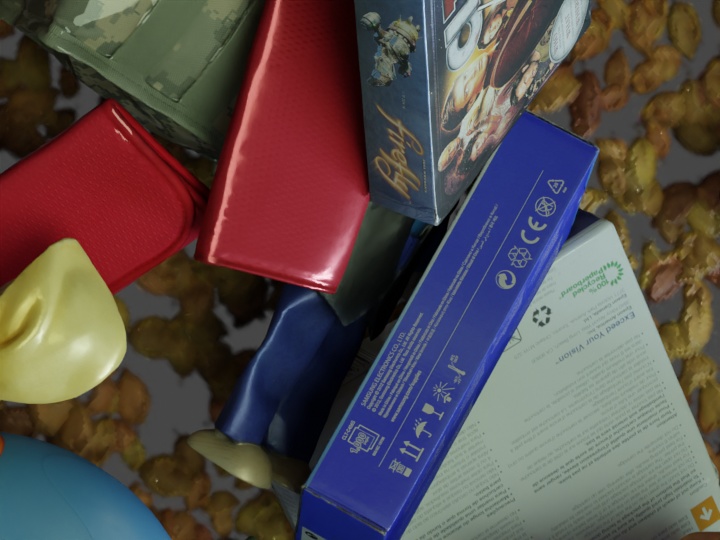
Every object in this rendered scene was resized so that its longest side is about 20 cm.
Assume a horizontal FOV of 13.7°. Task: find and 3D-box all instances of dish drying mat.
[{"bbox_3d":[-0.011,-0.093,1.219,0.077,0.018,0.201,15,93,-34],"label":"dish drying mat"},{"bbox_3d":[-0.156,0.008,1.240,0.200,0.018,0.077,-33,125,19],"label":"dish drying mat"}]

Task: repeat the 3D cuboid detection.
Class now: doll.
[{"bbox_3d":[0.000,0.000,1.301,0.200,0.048,0.136,-62,152,4],"label":"doll"}]

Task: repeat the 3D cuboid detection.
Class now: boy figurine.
[{"bbox_3d":[-0.193,0.036,1.178,0.199,0.124,0.065,-14,84,-3],"label":"boy figurine"}]

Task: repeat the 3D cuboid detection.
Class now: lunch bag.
[{"bbox_3d":[-0.037,-0.123,1.277,0.200,0.118,0.164,33,89,-33],"label":"lunch bag"}]

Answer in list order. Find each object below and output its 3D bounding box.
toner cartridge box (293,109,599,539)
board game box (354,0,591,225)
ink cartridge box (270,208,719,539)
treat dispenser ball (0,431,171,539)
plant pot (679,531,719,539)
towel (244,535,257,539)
[{"bbox_3d":[0.037,0.034,1.308,0.043,0.095,0.200,28,70,5],"label":"toner cartridge box"},{"bbox_3d":[0.047,-0.131,1.188,0.136,0.035,0.200,-52,154,-31],"label":"board game box"},{"bbox_3d":[0.068,0.103,1.416,0.199,0.041,0.200,-31,114,-15],"label":"ink cartridge box"},{"bbox_3d":[-0.162,0.166,1.235,0.200,0.201,0.201,-6,104,-23],"label":"treat dispenser ball"},{"bbox_3d":[0.115,0.211,1.348,0.140,0.200,0.201,7,99,-8],"label":"plant pot"},{"bbox_3d":[-0.093,0.234,1.384,0.200,0.022,0.147,-37,114,-12],"label":"towel"}]
